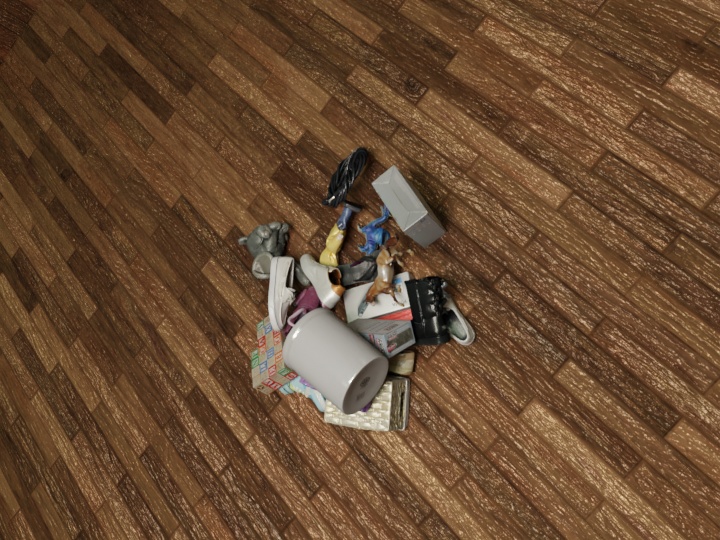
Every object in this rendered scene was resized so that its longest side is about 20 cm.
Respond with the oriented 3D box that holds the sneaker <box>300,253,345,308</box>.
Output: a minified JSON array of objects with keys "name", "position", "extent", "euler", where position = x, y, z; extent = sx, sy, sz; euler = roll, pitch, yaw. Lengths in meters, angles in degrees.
[{"name":"sneaker","position":[-0.096,0.009,1.470],"extent":[0.085,0.072,0.201],"euler":[-47,50,14]}]

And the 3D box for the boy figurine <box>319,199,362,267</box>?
[{"name":"boy figurine","position":[-0.058,-0.093,1.495],"extent":[0.064,0.124,0.203],"euler":[20,101,-6]}]

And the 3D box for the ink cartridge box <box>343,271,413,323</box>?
[{"name":"ink cartridge box","position":[0.061,0.117,1.441],"extent":[0.197,0.045,0.179],"euler":[-17,73,19]}]

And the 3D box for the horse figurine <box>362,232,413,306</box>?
[{"name":"horse figurine","position":[0.073,0.003,1.364],"extent":[0.132,0.049,0.204],"euler":[19,104,54]}]

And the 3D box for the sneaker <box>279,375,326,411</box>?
[{"name":"sneaker","position":[-0.162,0.325,1.481],"extent":[0.130,0.079,0.201],"euler":[-38,59,10]}]

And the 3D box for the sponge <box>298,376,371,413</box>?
[{"name":"sponge","position":[-0.049,0.264,1.336],"extent":[0.198,0.030,0.113],"euler":[16,71,30]}]

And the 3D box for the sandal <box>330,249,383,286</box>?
[{"name":"sandal","position":[0.000,0.001,1.445],"extent":[0.198,0.048,0.076],"euler":[-21,83,26]}]

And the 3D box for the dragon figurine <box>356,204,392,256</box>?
[{"name":"dragon figurine","position":[0.045,-0.085,1.475],"extent":[0.098,0.059,0.204],"euler":[-5,78,22]}]

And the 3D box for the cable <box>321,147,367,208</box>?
[{"name":"cable","position":[-0.040,-0.267,1.503],"extent":[0.050,0.163,0.202],"euler":[33,79,-15]}]

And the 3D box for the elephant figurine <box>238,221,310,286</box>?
[{"name":"elephant figurine","position":[-0.249,-0.027,1.553],"extent":[0.155,0.140,0.203],"euler":[-29,75,61]}]

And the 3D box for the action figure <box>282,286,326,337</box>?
[{"name":"action figure","position":[-0.151,0.101,1.475],"extent":[0.132,0.150,0.202],"euler":[9,58,17]}]

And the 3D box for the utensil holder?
[{"name":"utensil holder","position":[-0.056,0.209,1.251],"extent":[0.199,0.169,0.171],"euler":[33,94,32]}]

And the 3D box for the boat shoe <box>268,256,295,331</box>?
[{"name":"boat shoe","position":[-0.207,0.061,1.458],"extent":[0.065,0.072,0.203],"euler":[-3,74,12]}]

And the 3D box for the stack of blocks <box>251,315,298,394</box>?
[{"name":"stack of blocks","position":[-0.244,0.225,1.496],"extent":[0.114,0.058,0.202],"euler":[-33,44,19]}]

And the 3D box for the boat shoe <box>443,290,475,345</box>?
[{"name":"boat shoe","position":[0.214,0.105,1.366],"extent":[0.200,0.065,0.074],"euler":[44,99,23]}]

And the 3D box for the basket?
[{"name":"basket","position":[0.015,0.333,1.378],"extent":[0.197,0.123,0.138],"euler":[1,81,23]}]

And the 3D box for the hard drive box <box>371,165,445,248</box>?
[{"name":"hard drive box","position":[0.129,-0.158,1.376],"extent":[0.076,0.200,0.157],"euler":[-36,68,13]}]

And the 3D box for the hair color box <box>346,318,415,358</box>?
[{"name":"hair color box","position":[0.030,0.165,1.340],"extent":[0.198,0.098,0.062],"euler":[-4,104,50]}]

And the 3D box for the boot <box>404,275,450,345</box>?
[{"name":"boot","position":[0.138,0.103,1.347],"extent":[0.196,0.073,0.165],"euler":[-11,89,43]}]

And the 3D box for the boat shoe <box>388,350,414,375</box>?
[{"name":"boat shoe","position":[0.046,0.219,1.411],"extent":[0.197,0.071,0.066],"euler":[10,99,14]}]
